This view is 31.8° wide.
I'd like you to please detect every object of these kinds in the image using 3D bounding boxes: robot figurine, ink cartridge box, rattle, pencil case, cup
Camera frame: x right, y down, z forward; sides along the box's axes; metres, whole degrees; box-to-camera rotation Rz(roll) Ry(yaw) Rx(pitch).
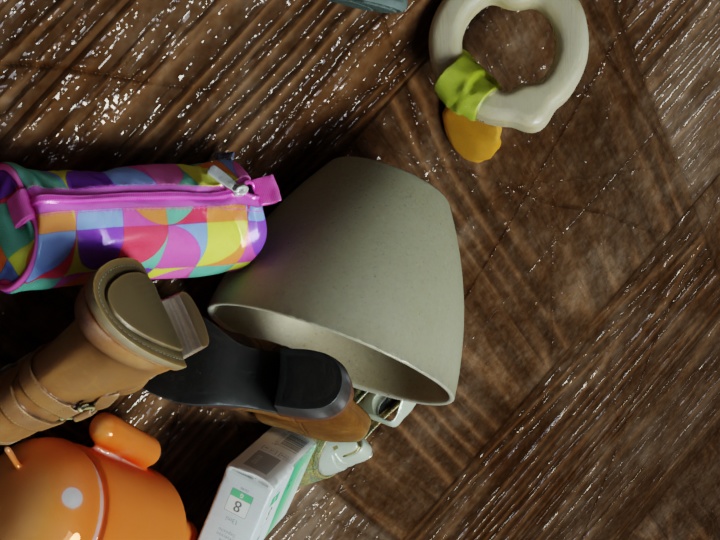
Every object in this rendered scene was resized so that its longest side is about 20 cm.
[{"bbox_3d":[-0.209,0.194,0.944,0.143,0.118,0.200,-34,146,16],"label":"robot figurine"},{"bbox_3d":[-0.109,0.241,1.068,0.161,0.049,0.203,-28,140,-79],"label":"ink cartridge box"},{"bbox_3d":[0.133,-0.200,1.021,0.143,0.128,0.203,37,65,-63],"label":"rattle"},{"bbox_3d":[-0.154,-0.034,0.845,0.198,0.088,0.089,-9,126,-42],"label":"pencil case"},{"bbox_3d":[0.000,0.000,0.966,0.200,0.198,0.145,39,68,-52],"label":"cup"}]

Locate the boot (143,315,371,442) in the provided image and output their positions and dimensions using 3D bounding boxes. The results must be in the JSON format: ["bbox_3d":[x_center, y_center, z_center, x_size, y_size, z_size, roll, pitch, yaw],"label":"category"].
[{"bbox_3d":[-0.088,0.089,1.007,0.200,0.185,0.070,73,21,-75],"label":"boot"}]

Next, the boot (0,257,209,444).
[{"bbox_3d":[-0.191,0.059,0.825,0.153,0.078,0.200,-26,178,3],"label":"boot"}]

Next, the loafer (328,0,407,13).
[{"bbox_3d":[-0.035,-0.220,0.842,0.199,0.071,0.064,4,98,-55],"label":"loafer"}]

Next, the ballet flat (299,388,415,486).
[{"bbox_3d":[0.002,0.134,1.154,0.200,0.071,0.071,-48,142,-5],"label":"ballet flat"}]
